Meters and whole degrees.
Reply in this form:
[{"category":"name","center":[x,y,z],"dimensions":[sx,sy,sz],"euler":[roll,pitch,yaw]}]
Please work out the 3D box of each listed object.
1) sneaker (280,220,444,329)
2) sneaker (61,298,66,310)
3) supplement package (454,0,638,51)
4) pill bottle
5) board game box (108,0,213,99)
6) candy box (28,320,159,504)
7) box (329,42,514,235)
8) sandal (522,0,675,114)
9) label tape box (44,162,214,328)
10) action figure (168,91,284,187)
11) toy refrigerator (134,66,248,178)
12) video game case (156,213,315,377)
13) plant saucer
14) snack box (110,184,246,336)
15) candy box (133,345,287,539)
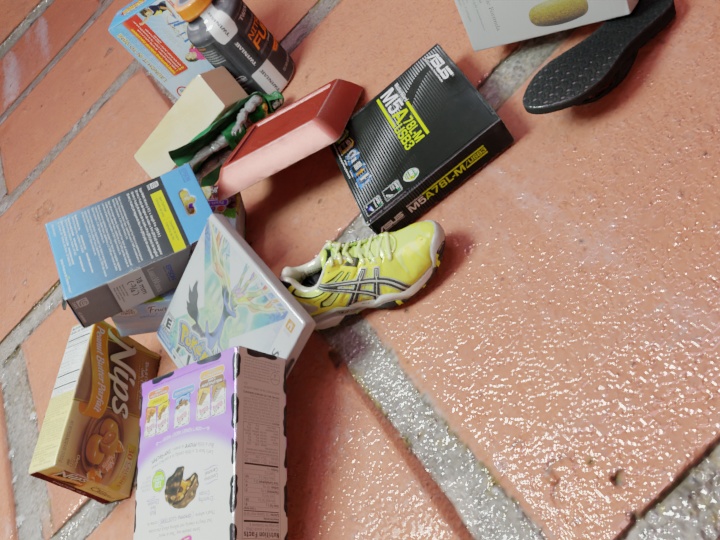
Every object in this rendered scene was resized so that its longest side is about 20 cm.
[{"category":"sneaker","center":[0.000,0.000,0.809],"dimensions":[0.198,0.076,0.076],"euler":[-28,43,20]},{"category":"sneaker","center":[-0.418,-0.024,1.222],"dimensions":[0.199,0.060,0.105],"euler":[-42,39,15]},{"category":"supplement package","center":[0.214,-0.344,0.848],"dimensions":[0.198,0.115,0.110],"euler":[-1,40,43]},{"category":"pill bottle","center":[-0.203,-0.367,1.187],"dimensions":[0.105,0.200,0.108],"euler":[-22,47,26]},{"category":"board game box","center":[-0.295,-0.400,1.293],"dimensions":[0.193,0.200,0.057],"euler":[-16,48,30]},{"category":"candy box","center":[-0.330,0.175,0.944],"dimensions":[0.055,0.115,0.203],"euler":[-20,48,26]},{"category":"box","center":[0.064,-0.161,0.911],"dimensions":[0.192,0.047,0.201],"euler":[-39,42,15]},{"category":"sandal","center":[0.260,-0.219,0.792],"dimensions":[0.199,0.048,0.075],"euler":[-38,39,-8]},{"category":"label tape box","center":[-0.279,-0.035,0.937],"dimensions":[0.197,0.064,0.145],"euler":[-25,51,-11]},{"category":"action figure","center":[-0.193,-0.208,1.148],"dimensions":[0.054,0.119,0.200],"euler":[38,77,24]},{"category":"toy refrigerator","center":[-0.274,-0.231,1.189],"dimensions":[0.199,0.070,0.076],"euler":[-39,5,33]},{"category":"video game case","center":[-0.150,0.068,0.846],"dimensions":[0.200,0.022,0.184],"euler":[45,116,32]},{"category":"plant saucer","center":[-0.101,-0.191,1.028],"dimensions":[0.197,0.037,0.201],"euler":[-23,25,23]},{"category":"snack box","center":[-0.241,-0.019,1.004],"dimensions":[0.165,0.068,0.203],"euler":[-8,51,1]},{"category":"candy box","center":[-0.154,0.200,0.757],"dimensions":[0.166,0.071,0.204],"euler":[-22,61,37]}]
